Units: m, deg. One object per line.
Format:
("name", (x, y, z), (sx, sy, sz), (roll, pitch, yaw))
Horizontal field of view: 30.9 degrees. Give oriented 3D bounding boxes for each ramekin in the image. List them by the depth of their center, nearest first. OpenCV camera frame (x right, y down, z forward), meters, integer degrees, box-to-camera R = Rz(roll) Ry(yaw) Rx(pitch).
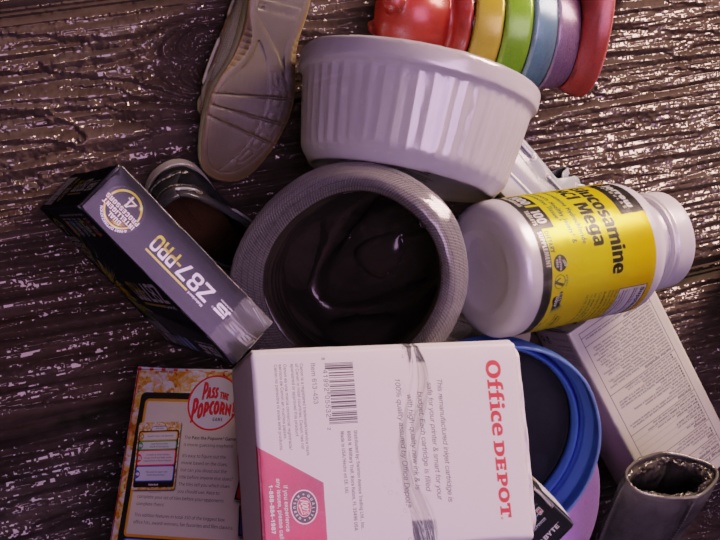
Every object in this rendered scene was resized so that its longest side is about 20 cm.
("ramekin", (0.042, -0.119, 1.073), (0.201, 0.202, 0.095), (12, 85, -21))

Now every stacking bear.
("stacking bear", (0.109, -0.219, 1.150), (0.199, 0.121, 0.114), (5, 84, -12))

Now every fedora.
("fedora", (0.000, 0.000, 1.050), (0.177, 0.090, 0.200), (45, 113, 2))

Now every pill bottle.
("pill bottle", (0.181, -0.014, 1.098), (0.199, 0.112, 0.113), (-10, 97, -31))

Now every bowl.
("bowl", (0.104, 0.147, 1.101), (0.199, 0.039, 0.202), (-6, 113, -13))

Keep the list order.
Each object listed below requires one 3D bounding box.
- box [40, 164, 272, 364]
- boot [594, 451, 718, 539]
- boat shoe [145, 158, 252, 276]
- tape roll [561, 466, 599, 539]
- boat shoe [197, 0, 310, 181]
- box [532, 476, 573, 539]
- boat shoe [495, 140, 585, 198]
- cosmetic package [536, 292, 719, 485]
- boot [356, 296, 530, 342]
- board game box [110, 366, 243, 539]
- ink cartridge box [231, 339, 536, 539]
("box", (-0.163, -0.007, 1.003), (0.161, 0.200, 0.049), (46, 76, -18))
("boot", (0.274, 0.248, 1.196), (0.181, 0.073, 0.201), (-5, 124, -36))
("boat shoe", (-0.102, -0.005, 1.089), (0.072, 0.068, 0.200), (-43, 117, 0))
("tape roll", (0.117, 0.203, 1.194), (0.199, 0.066, 0.201), (-1, 92, -21))
("boat shoe", (-0.095, -0.175, 1.103), (0.073, 0.063, 0.202), (11, 95, -26))
("box", (0.054, 0.224, 1.066), (0.200, 0.046, 0.159), (-46, 115, 2))
("boat shoe", (0.171, -0.067, 1.197), (0.201, 0.070, 0.072), (42, 80, -16))
("cosmetic package", (0.261, 0.114, 1.239), (0.103, 0.073, 0.201), (-32, 104, -16))
("boot", (0.073, 0.003, 1.160), (0.199, 0.072, 0.155), (27, 68, 3))
("board game box", (-0.114, 0.177, 1.008), (0.151, 0.046, 0.201), (0, 70, 21))
("ink cartridge box", (0.015, 0.131, 0.945), (0.199, 0.084, 0.146), (-1, 77, -15))
